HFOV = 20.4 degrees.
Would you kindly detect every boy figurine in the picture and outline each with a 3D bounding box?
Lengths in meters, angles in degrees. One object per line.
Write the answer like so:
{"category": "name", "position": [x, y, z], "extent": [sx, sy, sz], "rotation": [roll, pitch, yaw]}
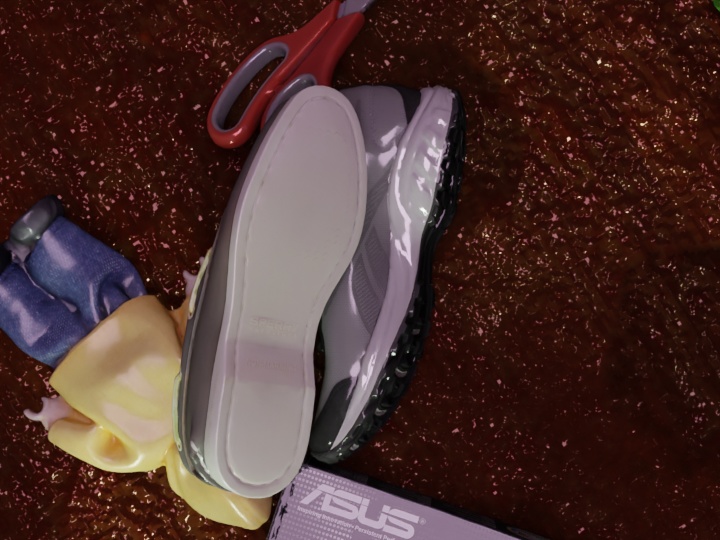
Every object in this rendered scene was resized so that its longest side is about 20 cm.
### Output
{"category": "boy figurine", "position": [-0.111, 0.050, 1.036], "extent": [0.200, 0.064, 0.124], "rotation": [43, 92, 0]}

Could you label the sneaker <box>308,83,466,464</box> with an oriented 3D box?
{"category": "sneaker", "position": [0.000, 0.000, 1.033], "extent": [0.079, 0.074, 0.202], "rotation": [12, 85, 11]}

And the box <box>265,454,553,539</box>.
{"category": "box", "position": [0.033, 0.203, 1.043], "extent": [0.199, 0.044, 0.161], "rotation": [19, 92, 2]}

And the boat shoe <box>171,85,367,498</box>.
{"category": "boat shoe", "position": [-0.049, 0.008, 0.982], "extent": [0.072, 0.060, 0.203], "rotation": [16, 83, -33]}

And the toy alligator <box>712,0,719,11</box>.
{"category": "toy alligator", "position": [0.249, -0.124, 1.028], "extent": [0.199, 0.060, 0.054], "rotation": [24, 128, -15]}

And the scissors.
{"category": "scissors", "position": [-0.008, -0.141, 1.048], "extent": [0.073, 0.014, 0.201], "rotation": [22, 73, 40]}
